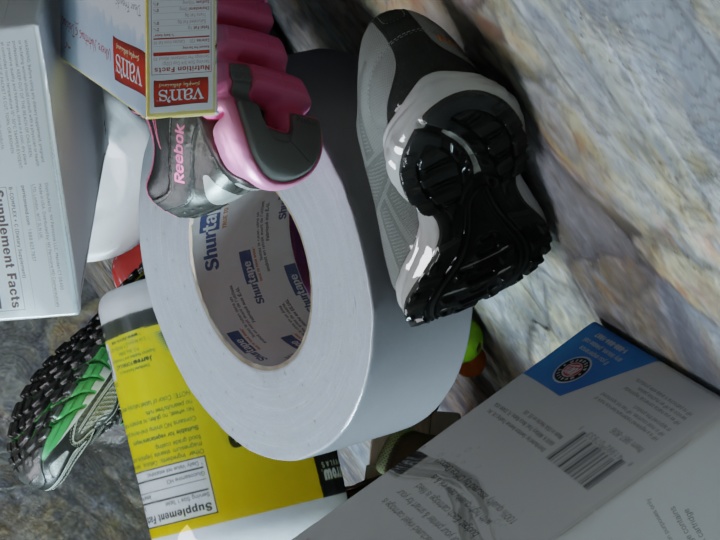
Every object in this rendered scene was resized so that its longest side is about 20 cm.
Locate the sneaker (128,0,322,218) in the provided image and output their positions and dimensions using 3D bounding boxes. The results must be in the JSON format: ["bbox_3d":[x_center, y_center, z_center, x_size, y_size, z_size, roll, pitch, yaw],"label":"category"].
[{"bbox_3d":[-0.085,-0.115,1.334,0.079,0.095,0.201,13,-124,-42],"label":"sneaker"}]

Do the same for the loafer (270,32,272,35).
[{"bbox_3d":[-0.096,-0.154,1.509,0.200,0.073,0.072,56,166,-13],"label":"loafer"}]

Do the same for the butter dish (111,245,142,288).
[{"bbox_3d":[-0.089,0.036,1.798,0.200,0.148,0.199,51,-169,18],"label":"butter dish"}]

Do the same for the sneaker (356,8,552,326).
[{"bbox_3d":[0.037,-0.044,1.243,0.200,0.074,0.079,82,161,-58],"label":"sneaker"}]

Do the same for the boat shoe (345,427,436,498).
[{"bbox_3d":[0.039,0.122,1.540,0.075,0.075,0.202,49,134,-6],"label":"boat shoe"}]

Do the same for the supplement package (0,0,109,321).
[{"bbox_3d":[-0.195,-0.087,1.395,0.200,0.111,0.156,-93,-2,-63],"label":"supplement package"}]

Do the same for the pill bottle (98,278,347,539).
[{"bbox_3d":[-0.070,0.098,1.542,0.112,0.112,0.201,142,114,-81],"label":"pill bottle"}]

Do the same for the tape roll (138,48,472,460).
[{"bbox_3d":[-0.031,-0.008,1.401,0.200,0.066,0.201,24,121,47],"label":"tape roll"}]

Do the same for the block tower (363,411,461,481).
[{"bbox_3d":[0.042,0.126,1.710,0.200,0.054,0.058,56,-141,-78],"label":"block tower"}]

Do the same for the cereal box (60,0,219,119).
[{"bbox_3d":[-0.101,-0.179,1.239,0.144,0.039,0.201,-143,51,-63],"label":"cereal box"}]

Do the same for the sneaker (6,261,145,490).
[{"bbox_3d":[-0.128,0.062,1.621,0.085,0.200,0.078,51,143,-11],"label":"sneaker"}]

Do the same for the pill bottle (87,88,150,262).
[{"bbox_3d":[-0.134,-0.085,1.618,0.111,0.111,0.200,56,-158,-7],"label":"pill bottle"}]

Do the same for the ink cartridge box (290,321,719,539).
[{"bbox_3d":[0.071,0.126,1.229,0.084,0.200,0.145,59,170,-23],"label":"ink cartridge box"}]

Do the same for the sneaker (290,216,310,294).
[{"bbox_3d":[-0.026,0.009,1.662,0.200,0.088,0.081,54,171,3],"label":"sneaker"}]

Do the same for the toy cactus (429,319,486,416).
[{"bbox_3d":[0.000,0.000,1.541,0.165,0.102,0.200,62,-178,19],"label":"toy cactus"}]
